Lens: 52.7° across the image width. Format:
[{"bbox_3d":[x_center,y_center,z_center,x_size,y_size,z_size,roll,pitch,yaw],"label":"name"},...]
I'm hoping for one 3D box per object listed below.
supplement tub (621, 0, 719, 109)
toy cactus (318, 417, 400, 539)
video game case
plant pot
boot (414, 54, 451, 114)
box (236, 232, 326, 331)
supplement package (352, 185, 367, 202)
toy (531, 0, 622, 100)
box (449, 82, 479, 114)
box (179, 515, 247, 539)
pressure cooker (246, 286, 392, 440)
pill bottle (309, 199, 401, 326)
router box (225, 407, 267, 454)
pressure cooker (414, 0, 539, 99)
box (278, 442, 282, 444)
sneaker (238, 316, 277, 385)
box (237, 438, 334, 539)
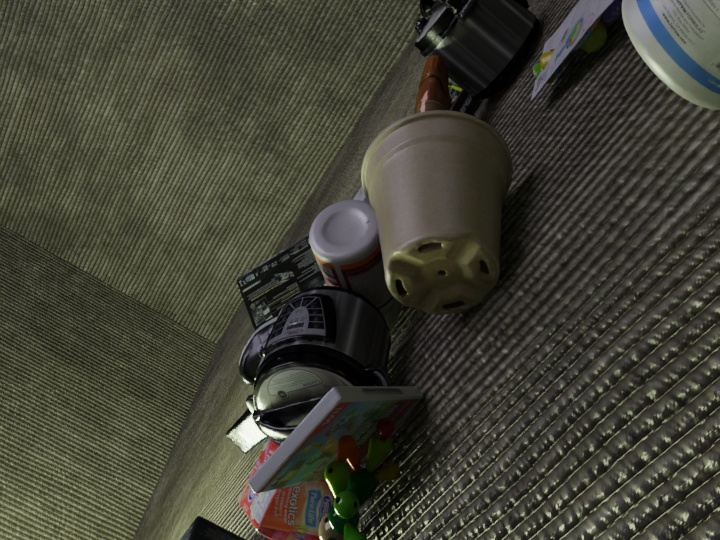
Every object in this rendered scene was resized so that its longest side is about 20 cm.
[{"bbox_3d":[0.299,-0.224,0.512,0.200,0.131,0.133,-46,18,49],"label":"supplement tub"},{"bbox_3d":[-0.011,0.272,0.788,0.166,0.101,0.202,104,-176,-55],"label":"toy cactus"},{"bbox_3d":[-0.019,0.183,0.808,0.143,0.017,0.199,-49,-27,14],"label":"video game case"},{"bbox_3d":[0.097,-0.057,0.888,0.201,0.198,0.185,-50,27,40],"label":"plant pot"},{"bbox_3d":[0.123,-0.260,1.274,0.200,0.075,0.158,67,-154,-64],"label":"boot"},{"bbox_3d":[-0.096,0.045,1.269,0.199,0.166,0.086,-30,-15,24],"label":"box"},{"bbox_3d":[0.004,-0.042,1.355,0.201,0.116,0.117,-56,11,15],"label":"supplement package"},{"bbox_3d":[0.296,-0.314,0.946,0.200,0.047,0.116,-47,21,60],"label":"toy"},{"bbox_3d":[0.155,-0.280,1.465,0.194,0.047,0.200,-56,12,13],"label":"box"},{"bbox_3d":[-0.273,0.534,1.171,0.149,0.106,0.201,-54,12,24],"label":"box"},{"bbox_3d":[-0.049,0.142,0.977,0.201,0.177,0.177,-75,9,-52],"label":"pressure cooker"},{"bbox_3d":[0.000,0.000,1.075,0.201,0.108,0.111,70,-143,-51],"label":"pill bottle"},{"bbox_3d":[-0.115,0.189,1.158,0.200,0.051,0.149,-47,2,-37],"label":"router box"},{"bbox_3d":[0.188,-0.421,1.262,0.176,0.199,0.180,-42,16,50],"label":"pressure cooker"},{"bbox_3d":[-0.092,0.252,1.242,0.200,0.040,0.138,-44,19,52],"label":"box"},{"bbox_3d":[-0.116,0.105,1.141,0.200,0.076,0.088,-44,8,0],"label":"sneaker"},{"bbox_3d":[-0.094,0.305,0.990,0.104,0.094,0.200,-62,11,-14],"label":"box"}]
